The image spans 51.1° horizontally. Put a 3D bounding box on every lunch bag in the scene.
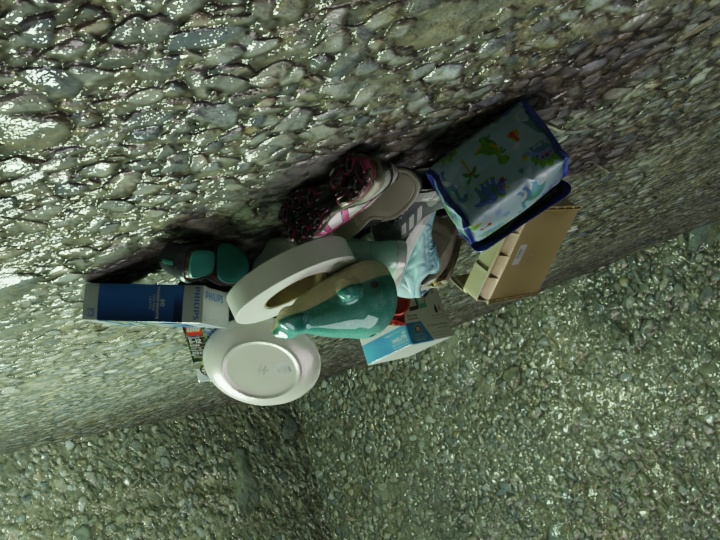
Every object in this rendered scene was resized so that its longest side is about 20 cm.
[{"bbox_3d":[0.198,-0.119,1.062,0.169,0.129,0.200,-34,166,6],"label":"lunch bag"}]

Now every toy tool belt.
[{"bbox_3d":[0.108,-0.007,1.411,0.202,0.123,0.123,-62,176,-1],"label":"toy tool belt"}]

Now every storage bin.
[{"bbox_3d":[0.281,-0.052,1.379,0.196,0.094,0.203,-6,126,-44],"label":"storage bin"}]

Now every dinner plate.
[{"bbox_3d":[-0.164,0.159,1.247,0.196,0.024,0.203,-1,127,-1],"label":"dinner plate"}]

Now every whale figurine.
[{"bbox_3d":[-0.033,0.064,1.123,0.198,0.105,0.159,-23,168,-25],"label":"whale figurine"}]

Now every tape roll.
[{"bbox_3d":[-0.101,0.015,1.108,0.200,0.037,0.203,-28,169,-6],"label":"tape roll"}]

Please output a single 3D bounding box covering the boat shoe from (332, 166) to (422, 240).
[{"bbox_3d":[0.027,-0.106,1.113,0.062,0.073,0.199,-34,-177,-41],"label":"boat shoe"}]

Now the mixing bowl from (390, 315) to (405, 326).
[{"bbox_3d":[0.004,0.039,1.501,0.196,0.111,0.200,11,173,1],"label":"mixing bowl"}]

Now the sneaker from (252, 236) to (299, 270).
[{"bbox_3d":[-0.107,-0.014,1.262,0.103,0.077,0.200,-8,172,-24],"label":"sneaker"}]

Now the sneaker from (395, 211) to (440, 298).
[{"bbox_3d":[0.106,-0.038,1.293,0.080,0.074,0.202,14,126,-8],"label":"sneaker"}]

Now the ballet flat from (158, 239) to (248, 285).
[{"bbox_3d":[-0.236,-0.014,1.126,0.072,0.074,0.200,-21,174,15],"label":"ballet flat"}]

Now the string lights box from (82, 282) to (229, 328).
[{"bbox_3d":[-0.312,0.054,1.161,0.196,0.060,0.103,1,172,14],"label":"string lights box"}]

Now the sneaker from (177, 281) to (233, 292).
[{"bbox_3d":[-0.221,0.066,1.295,0.196,0.073,0.083,12,157,4],"label":"sneaker"}]

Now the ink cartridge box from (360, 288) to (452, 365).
[{"bbox_3d":[0.078,0.080,1.648,0.145,0.203,0.145,-5,161,-46],"label":"ink cartridge box"}]

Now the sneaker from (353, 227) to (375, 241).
[{"bbox_3d":[0.020,-0.042,1.343,0.078,0.075,0.200,-25,167,9],"label":"sneaker"}]

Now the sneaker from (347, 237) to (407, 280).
[{"bbox_3d":[0.000,-0.001,1.256,0.116,0.075,0.201,7,153,-8],"label":"sneaker"}]

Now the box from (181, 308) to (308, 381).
[{"bbox_3d":[-0.186,0.117,1.253,0.196,0.038,0.138,-5,127,4],"label":"box"}]

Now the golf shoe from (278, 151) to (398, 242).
[{"bbox_3d":[-0.031,-0.092,1.036,0.198,0.074,0.091,-27,164,38],"label":"golf shoe"}]

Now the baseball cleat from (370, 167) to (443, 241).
[{"bbox_3d":[0.074,-0.110,1.173,0.199,0.071,0.106,-31,149,31],"label":"baseball cleat"}]
